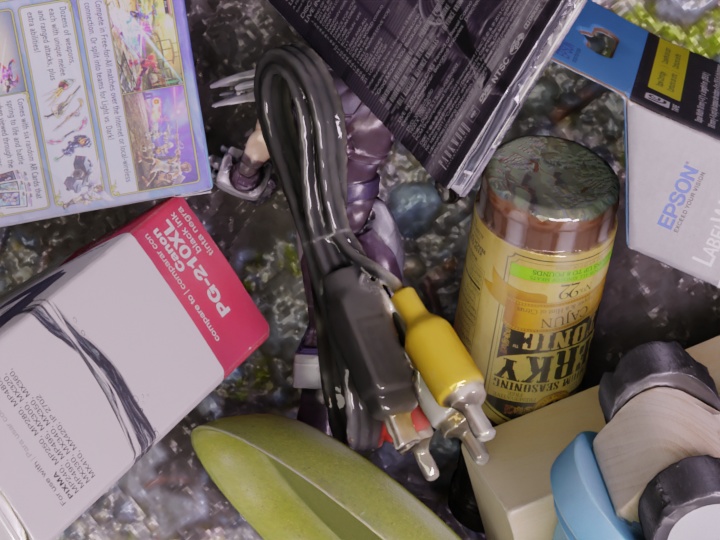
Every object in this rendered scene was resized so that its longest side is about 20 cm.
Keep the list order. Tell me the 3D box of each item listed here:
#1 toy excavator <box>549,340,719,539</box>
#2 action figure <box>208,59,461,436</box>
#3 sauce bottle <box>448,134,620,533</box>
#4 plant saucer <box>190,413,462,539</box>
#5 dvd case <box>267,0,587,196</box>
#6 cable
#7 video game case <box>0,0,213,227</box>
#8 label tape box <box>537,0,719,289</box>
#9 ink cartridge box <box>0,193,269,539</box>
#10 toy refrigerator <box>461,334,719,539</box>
[{"bbox_3d":[0.132,0.155,0.994,0.194,0.100,0.200,29,116,-27],"label":"toy excavator"},{"bbox_3d":[-0.007,-0.023,1.089,0.130,0.069,0.201,0,101,17],"label":"action figure"},{"bbox_3d":[0.073,0.035,1.066,0.064,0.065,0.200,11,129,6],"label":"sauce bottle"},{"bbox_3d":[0.007,0.128,1.077,0.200,0.200,0.031,42,74,-3],"label":"plant saucer"},{"bbox_3d":[0.032,-0.142,0.999,0.016,0.200,0.149,17,111,-39],"label":"dvd case"},{"bbox_3d":[0.000,0.000,1.039,0.050,0.097,0.201,-12,75,-27],"label":"cable"},{"bbox_3d":[-0.168,-0.115,1.024,0.181,0.045,0.201,-10,119,-5],"label":"video game case"},{"bbox_3d":[0.162,-0.041,1.014,0.199,0.144,0.063,24,109,3],"label":"label tape box"},{"bbox_3d":[-0.155,0.064,1.044,0.145,0.200,0.084,-27,100,37],"label":"ink cartridge box"},{"bbox_3d":[0.152,0.082,1.048,0.199,0.070,0.076,-22,121,-7],"label":"toy refrigerator"}]
